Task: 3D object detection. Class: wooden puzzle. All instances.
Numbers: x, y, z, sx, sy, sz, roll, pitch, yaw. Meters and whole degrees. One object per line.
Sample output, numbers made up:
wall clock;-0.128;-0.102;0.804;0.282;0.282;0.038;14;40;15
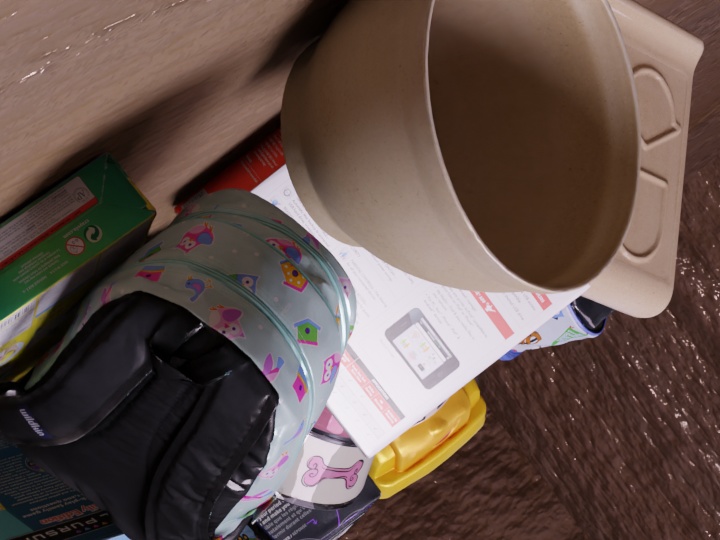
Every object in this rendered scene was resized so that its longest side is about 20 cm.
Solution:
wooden puzzle;0.153;-0.084;1.667;0.046;0.201;0.185;1;167;43

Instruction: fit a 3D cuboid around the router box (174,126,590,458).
router box;0.016;-0.013;1.525;0.179;0.200;0.049;-37;-152;-1

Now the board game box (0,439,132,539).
board game box;-0.189;0.138;1.433;0.151;0.047;0.200;-15;-155;-33

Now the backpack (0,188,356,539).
backpack;-0.091;0.053;1.300;0.127;0.167;0.200;-60;-176;-39

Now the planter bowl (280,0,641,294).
planter bowl;0.042;-0.080;1.343;0.134;0.201;0.200;-9;-168;37

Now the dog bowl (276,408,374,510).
dog bowl;-0.061;0.069;1.691;0.074;0.200;0.200;-54;168;19

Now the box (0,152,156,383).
box;-0.177;0.015;1.341;0.117;0.048;0.200;-36;171;-20

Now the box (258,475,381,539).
box;-0.099;0.131;1.822;0.122;0.200;0.106;-34;172;-23

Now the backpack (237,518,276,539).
backpack;-0.134;0.212;1.600;0.135;0.200;0.182;-55;168;31

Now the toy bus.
toy bus;0.005;0.042;1.831;0.136;0.200;0.192;-35;165;-22

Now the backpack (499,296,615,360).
backpack;0.112;-0.035;1.766;0.154;0.200;0.191;-23;-156;17
